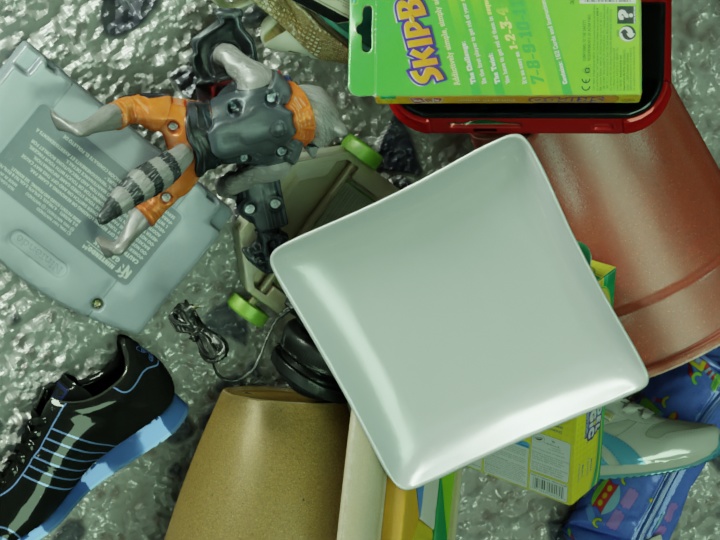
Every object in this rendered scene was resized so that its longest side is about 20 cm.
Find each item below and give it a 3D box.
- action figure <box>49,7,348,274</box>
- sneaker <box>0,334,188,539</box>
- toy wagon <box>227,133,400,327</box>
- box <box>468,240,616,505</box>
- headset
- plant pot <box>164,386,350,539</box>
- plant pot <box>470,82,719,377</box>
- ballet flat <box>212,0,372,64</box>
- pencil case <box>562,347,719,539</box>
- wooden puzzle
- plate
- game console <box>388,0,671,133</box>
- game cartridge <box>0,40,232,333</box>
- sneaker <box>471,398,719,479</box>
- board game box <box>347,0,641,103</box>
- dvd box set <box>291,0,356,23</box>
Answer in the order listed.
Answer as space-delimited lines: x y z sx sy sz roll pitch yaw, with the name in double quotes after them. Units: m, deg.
-0.096 -0.067 1.606 0.192 0.105 0.201 -23 111 -10 "action figure"
-0.222 0.129 1.681 0.200 0.070 0.078 -39 111 -11 "sneaker"
0.000 0.000 1.727 0.199 0.040 0.156 35 93 -25 "toy wagon"
0.118 0.055 1.654 0.048 0.117 0.202 -32 132 -47 "box"
-0.035 0.031 1.662 0.199 0.094 0.124 -16 130 -36 "headset"
-0.065 0.190 1.702 0.185 0.186 0.202 3 94 -19 "plant pot"
0.185 -0.047 1.700 0.200 0.201 0.196 -28 106 -8 "plant pot"
-0.063 -0.197 1.640 0.200 0.071 0.065 40 119 -22 "ballet flat"
0.236 0.149 1.827 0.078 0.087 0.201 26 96 -23 "pencil case"
0.038 0.165 1.693 0.037 0.200 0.187 1 73 21 "wooden puzzle"
0.068 0.028 1.580 0.199 0.032 0.201 -25 106 16 "plate"
0.116 -0.184 1.609 0.198 0.031 0.179 0 79 6 "game console"
-0.204 -0.051 1.645 0.200 0.042 0.133 40 95 -25 "game cartridge"
0.177 0.117 1.766 0.198 0.076 0.082 1 87 12 "sneaker"
0.091 -0.162 1.577 0.198 0.030 0.097 1 79 3 "board game box"
-0.036 -0.291 1.591 0.145 0.029 0.202 23 80 -27 "dvd box set"
